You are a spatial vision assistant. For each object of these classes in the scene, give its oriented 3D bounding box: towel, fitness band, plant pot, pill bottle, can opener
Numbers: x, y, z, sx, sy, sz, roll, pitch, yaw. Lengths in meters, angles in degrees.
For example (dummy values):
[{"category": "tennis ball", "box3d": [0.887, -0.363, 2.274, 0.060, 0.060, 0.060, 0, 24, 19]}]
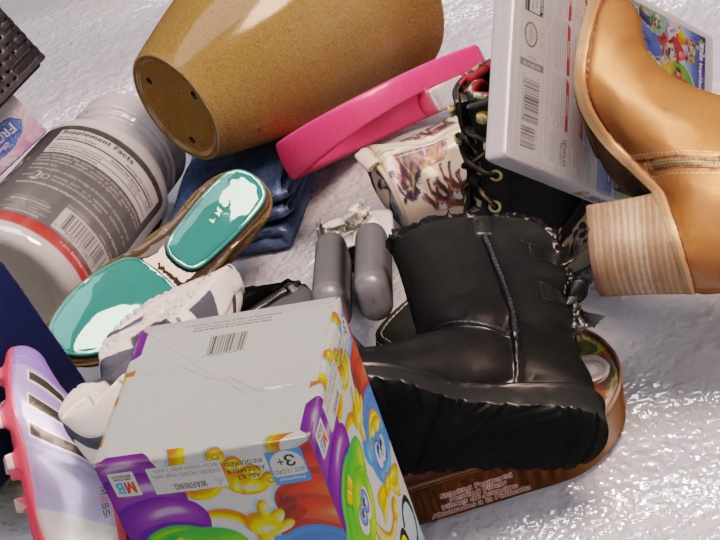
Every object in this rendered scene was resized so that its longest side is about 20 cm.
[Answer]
[{"category": "towel", "box3d": [-0.089, -0.084, 1.257, 0.112, 0.049, 0.200, -11, 34, 15]}, {"category": "fitness band", "box3d": [0.019, -0.119, 1.184, 0.144, 0.037, 0.200, -23, 3, 32]}, {"category": "plant pot", "box3d": [-0.070, -0.179, 1.201, 0.200, 0.186, 0.186, -40, 37, -28]}, {"category": "pill bottle", "box3d": [-0.217, -0.043, 1.203, 0.116, 0.116, 0.200, -1, 36, 27]}, {"category": "can opener", "box3d": [0.000, 0.000, 1.023, 0.053, 0.067, 0.200, -16, 13, 5]}]

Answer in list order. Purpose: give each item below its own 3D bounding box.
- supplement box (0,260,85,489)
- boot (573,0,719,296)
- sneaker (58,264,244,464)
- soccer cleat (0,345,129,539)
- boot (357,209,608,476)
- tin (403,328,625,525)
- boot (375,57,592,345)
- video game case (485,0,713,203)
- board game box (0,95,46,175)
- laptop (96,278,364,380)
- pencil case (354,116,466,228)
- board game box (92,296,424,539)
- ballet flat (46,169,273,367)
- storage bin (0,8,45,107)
[{"category": "supplement box", "box3d": [-0.303, 0.078, 1.045, 0.200, 0.110, 0.109, -8, 33, 37]}, {"category": "boot", "box3d": [0.203, -0.082, 0.888, 0.155, 0.077, 0.200, -9, 59, 16]}, {"category": "sneaker", "box3d": [-0.094, 0.087, 0.937, 0.079, 0.130, 0.199, -25, 16, 16]}, {"category": "soccer cleat", "box3d": [-0.168, 0.128, 0.931, 0.076, 0.067, 0.200, -12, 54, -13]}, {"category": "boot", "box3d": [0.041, 0.032, 0.877, 0.198, 0.073, 0.163, 3, 42, -9]}, {"category": "tin", "box3d": [0.057, 0.090, 0.920, 0.200, 0.042, 0.112, -17, 40, 1]}, {"category": "boot", "box3d": [0.073, -0.041, 1.004, 0.204, 0.154, 0.073, -35, 35, -21]}, {"category": "video game case", "box3d": [0.155, -0.110, 0.986, 0.018, 0.200, 0.143, -11, 69, 46]}, {"category": "board game box", "box3d": [-0.353, -0.058, 1.269, 0.200, 0.041, 0.200, -45, 17, -12]}, {"category": "laptop", "box3d": [-0.094, 0.093, 1.032, 0.177, 0.103, 0.200, -33, 9, -21]}, {"category": "pencil case", "box3d": [0.099, -0.088, 1.123, 0.200, 0.090, 0.078, -23, 33, -2]}, {"category": "board game box", "box3d": [-0.037, 0.128, 0.768, 0.105, 0.200, 0.103, -10, 34, 15]}, {"category": "ballet flat", "box3d": [-0.140, 0.007, 1.115, 0.068, 0.072, 0.200, 39, 67, 10]}, {"category": "storage bin", "box3d": [-0.354, -0.127, 1.211, 0.200, 0.094, 0.135, -26, 23, 38]}]
